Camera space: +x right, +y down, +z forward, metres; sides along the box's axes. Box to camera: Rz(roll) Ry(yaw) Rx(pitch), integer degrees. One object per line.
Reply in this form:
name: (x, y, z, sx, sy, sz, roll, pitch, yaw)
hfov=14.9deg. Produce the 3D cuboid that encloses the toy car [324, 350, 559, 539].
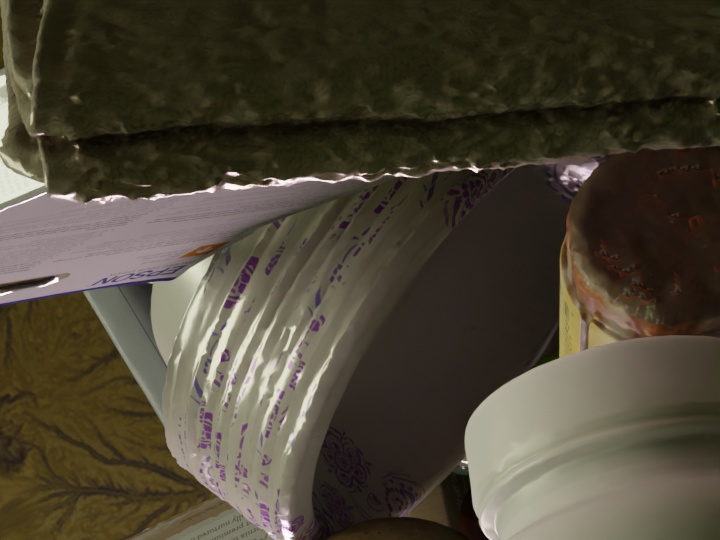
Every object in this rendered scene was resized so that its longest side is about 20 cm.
toy car: (0.026, 0.145, 0.982, 0.158, 0.199, 0.165, -110, 9, -45)

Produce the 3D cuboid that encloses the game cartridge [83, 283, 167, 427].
game cartridge: (-0.055, 0.022, 1.225, 0.133, 0.041, 0.200, 55, -163, 4)

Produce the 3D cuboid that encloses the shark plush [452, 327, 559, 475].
shark plush: (0.064, 0.063, 1.207, 0.200, 0.083, 0.091, -7, -99, -81)

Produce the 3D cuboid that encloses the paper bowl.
paper bowl: (0.000, 0.000, 1.030, 0.104, 0.201, 0.201, 33, 157, 20)

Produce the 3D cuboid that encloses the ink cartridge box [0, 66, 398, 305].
ink cartridge box: (-0.072, -0.029, 0.823, 0.200, 0.199, 0.041, -21, 82, 44)

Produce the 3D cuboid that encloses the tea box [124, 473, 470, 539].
tea box: (-0.001, 0.198, 1.297, 0.197, 0.199, 0.134, 52, -162, -41)

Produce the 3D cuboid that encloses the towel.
towel: (0.010, -0.062, 0.669, 0.133, 0.199, 0.035, -104, 11, -58)

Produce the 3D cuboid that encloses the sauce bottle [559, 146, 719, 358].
sauce bottle: (0.089, 0.041, 0.810, 0.200, 0.066, 0.066, 86, 174, -59)

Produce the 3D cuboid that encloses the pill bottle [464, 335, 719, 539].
pill bottle: (0.083, 0.124, 0.669, 0.113, 0.112, 0.201, 85, 176, -63)
